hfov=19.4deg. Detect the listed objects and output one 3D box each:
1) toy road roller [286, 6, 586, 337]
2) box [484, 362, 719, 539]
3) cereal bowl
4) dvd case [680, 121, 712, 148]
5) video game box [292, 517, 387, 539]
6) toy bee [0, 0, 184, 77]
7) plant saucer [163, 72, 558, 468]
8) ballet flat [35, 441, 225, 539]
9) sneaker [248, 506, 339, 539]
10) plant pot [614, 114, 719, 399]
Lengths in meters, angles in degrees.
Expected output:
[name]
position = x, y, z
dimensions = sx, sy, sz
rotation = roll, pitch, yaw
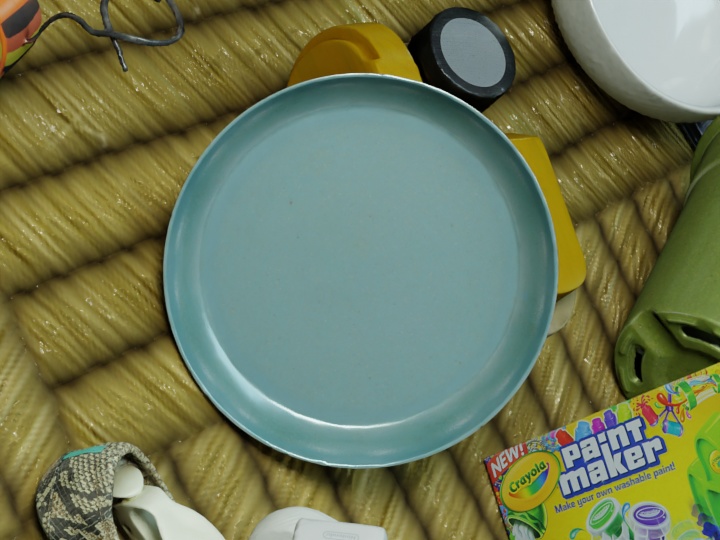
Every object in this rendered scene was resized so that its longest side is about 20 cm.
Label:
[toy road roller]
position = 0.015, -0.037, 1.142
dimensions = 0.146, 0.123, 0.201
rotation = -11, 74, -37
[box]
position = 0.204, 0.159, 1.175
dimensions = 0.122, 0.200, 0.193
rotation = -5, 72, -48
[cereal bowl]
position = 0.205, -0.194, 1.444
dimensions = 0.199, 0.083, 0.201
rotation = 8, 75, -31
[dvd case]
position = 0.227, -0.199, 1.544
dimensions = 0.200, 0.016, 0.149
rotation = 57, 41, -9
[video game box]
position = -0.015, 0.238, 0.920
dimensions = 0.200, 0.047, 0.183
rotation = 83, 17, -51
[toy bee]
position = -0.196, -0.124, 0.982
dimensions = 0.131, 0.109, 0.200
rotation = -23, 63, -43
[plant saucer]
position = 0.000, 0.000, 1.072
dimensions = 0.201, 0.200, 0.027
rotation = 58, 2, -7
[ballet flat]
position = -0.071, 0.163, 0.964
dimensions = 0.200, 0.075, 0.068
rotation = 56, 42, -10
[sneaker]
position = 0.013, 0.175, 1.069
dimensions = 0.200, 0.075, 0.089
rotation = 48, 28, -27
[plant pot]
position = 0.257, 0.019, 1.344
dimensions = 0.200, 0.200, 0.190
rotation = 54, 52, -12
